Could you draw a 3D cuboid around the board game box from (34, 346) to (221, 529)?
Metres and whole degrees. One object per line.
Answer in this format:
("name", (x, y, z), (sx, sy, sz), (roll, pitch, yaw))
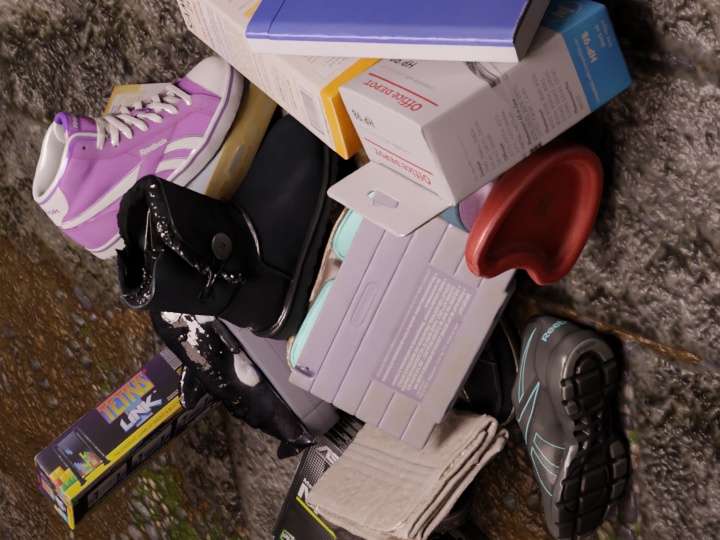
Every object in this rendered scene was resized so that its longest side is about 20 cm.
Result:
("board game box", (-0.212, 0.147, 1.818), (0.057, 0.200, 0.165), (48, 163, 6))

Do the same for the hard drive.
("hard drive", (0.035, -0.196, 1.330), (0.199, 0.132, 0.025), (5, 139, 26))

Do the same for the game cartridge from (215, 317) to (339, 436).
("game cartridge", (-0.096, 0.061, 1.721), (0.200, 0.041, 0.133), (56, 172, -36))

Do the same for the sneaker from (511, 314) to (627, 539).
("sneaker", (0.164, 0.124, 1.540), (0.079, 0.075, 0.201), (33, 133, 48))

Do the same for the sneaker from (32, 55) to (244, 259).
("sneaker", (-0.186, -0.115, 1.587), (0.114, 0.201, 0.073), (43, 172, -37))

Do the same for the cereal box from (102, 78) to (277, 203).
("cereal box", (-0.169, -0.094, 1.680), (0.200, 0.144, 0.039), (5, 157, 47))

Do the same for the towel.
("towel", (0.037, 0.166, 1.617), (0.034, 0.133, 0.200), (47, 165, -20))

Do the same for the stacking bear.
("stacking bear", (0.074, -0.090, 1.435), (0.200, 0.121, 0.114), (40, 111, 36))

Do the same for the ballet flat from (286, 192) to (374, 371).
("ballet flat", (0.000, 0.000, 1.593), (0.070, 0.065, 0.200), (33, 102, 9))

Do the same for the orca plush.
("orca plush", (-0.129, 0.099, 1.700), (0.200, 0.071, 0.105), (53, 170, -25))

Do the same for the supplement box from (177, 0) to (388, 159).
("supplement box", (-0.032, -0.188, 1.428), (0.200, 0.126, 0.074), (42, 162, 33))

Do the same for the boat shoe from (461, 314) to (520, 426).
("boat shoe", (0.081, 0.044, 1.565), (0.074, 0.062, 0.201), (11, 126, 41))

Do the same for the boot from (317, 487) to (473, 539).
("boot", (0.061, 0.262, 1.693), (0.200, 0.069, 0.174), (-11, 114, 53))

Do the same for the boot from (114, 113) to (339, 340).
("boot", (-0.108, -0.052, 1.550), (0.076, 0.168, 0.201), (2, 78, 46))

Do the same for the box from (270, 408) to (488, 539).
("box", (0.016, 0.254, 1.809), (0.200, 0.047, 0.193), (42, 143, 17))

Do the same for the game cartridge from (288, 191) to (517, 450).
("game cartridge", (0.037, 0.036, 1.514), (0.129, 0.038, 0.200), (26, 121, 0))

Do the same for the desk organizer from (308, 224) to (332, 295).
("desk organizer", (-0.052, 0.013, 1.683), (0.200, 0.072, 0.077), (57, 146, -1))

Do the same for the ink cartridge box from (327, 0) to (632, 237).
("ink cartridge box", (0.069, -0.115, 1.315), (0.116, 0.200, 0.067), (32, 152, 55))
